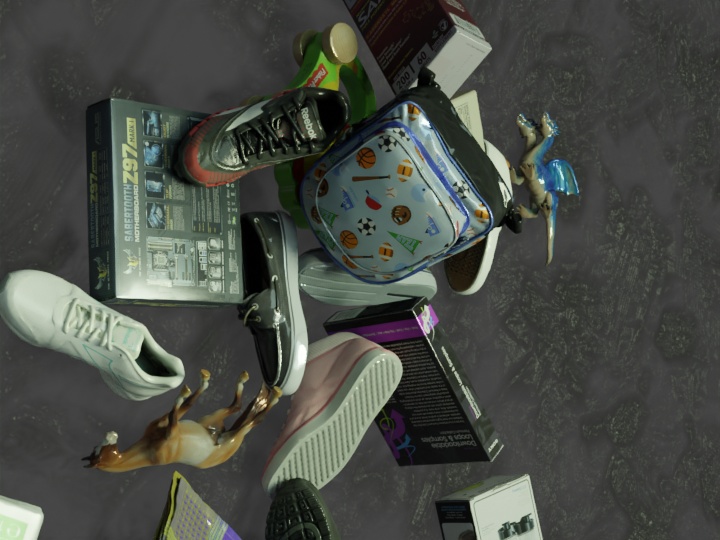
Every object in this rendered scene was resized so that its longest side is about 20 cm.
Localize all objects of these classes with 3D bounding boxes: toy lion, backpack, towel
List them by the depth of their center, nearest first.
[{"bbox_3d":[-0.136,0.305,1.275,0.200,0.023,0.144,52,23,-25],"label":"towel"},{"bbox_3d":[0.036,-0.076,1.365,0.200,0.190,0.154,58,37,-1],"label":"backpack"},{"bbox_3d":[-0.039,-0.150,1.476,0.192,0.069,0.200,56,49,-30],"label":"toy lion"}]

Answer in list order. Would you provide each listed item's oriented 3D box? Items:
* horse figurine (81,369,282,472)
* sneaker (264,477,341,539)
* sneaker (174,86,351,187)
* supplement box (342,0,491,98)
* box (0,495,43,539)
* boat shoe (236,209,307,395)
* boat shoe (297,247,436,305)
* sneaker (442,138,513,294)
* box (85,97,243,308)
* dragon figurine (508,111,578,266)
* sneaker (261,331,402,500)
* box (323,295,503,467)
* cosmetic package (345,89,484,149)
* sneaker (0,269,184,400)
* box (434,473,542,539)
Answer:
[{"bbox_3d":[-0.159,0.153,1.279,0.050,0.133,0.200,49,23,27],"label":"horse figurine"},{"bbox_3d":[-0.043,0.310,1.372,0.091,0.076,0.200,-37,113,-72],"label":"sneaker"},{"bbox_3d":[-0.091,-0.139,1.314,0.200,0.098,0.071,-25,102,-31],"label":"sneaker"},{"bbox_3d":[0.061,-0.284,1.493,0.061,0.109,0.200,18,34,-39],"label":"supplement box"},{"bbox_3d":[-0.389,0.227,0.971,0.199,0.200,0.171,31,64,-37],"label":"box"},{"bbox_3d":[-0.101,0.031,1.374,0.066,0.070,0.200,6,78,-35],"label":"boat shoe"},{"bbox_3d":[0.000,0.000,1.485,0.200,0.072,0.062,11,46,-41],"label":"boat shoe"},{"bbox_3d":[0.159,-0.060,1.631,0.085,0.073,0.200,25,70,-46],"label":"sneaker"},{"bbox_3d":[-0.196,-0.064,1.311,0.158,0.051,0.200,3,80,-44],"label":"box"},{"bbox_3d":[0.249,-0.114,1.736,0.099,0.059,0.200,-33,103,-42],"label":"dragon figurine"},{"bbox_3d":[-0.048,0.151,1.407,0.200,0.105,0.075,-51,130,-4],"label":"sneaker"},{"bbox_3d":[0.058,0.128,1.452,0.036,0.143,0.200,-40,110,-41],"label":"box"},{"bbox_3d":[0.069,-0.141,1.529,0.200,0.071,0.105,-29,113,-54],"label":"cosmetic package"},{"bbox_3d":[-0.247,0.056,1.222,0.200,0.080,0.070,35,61,-32],"label":"sneaker"},{"bbox_3d":[0.167,0.356,1.568,0.117,0.060,0.200,-14,92,-44],"label":"box"}]
